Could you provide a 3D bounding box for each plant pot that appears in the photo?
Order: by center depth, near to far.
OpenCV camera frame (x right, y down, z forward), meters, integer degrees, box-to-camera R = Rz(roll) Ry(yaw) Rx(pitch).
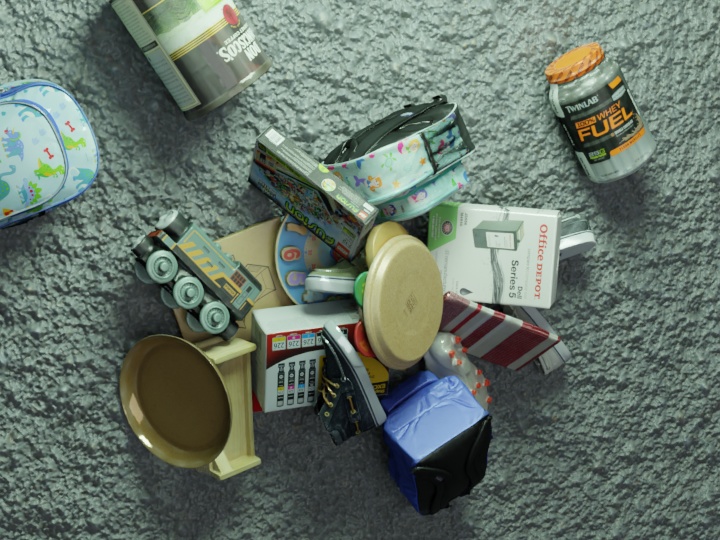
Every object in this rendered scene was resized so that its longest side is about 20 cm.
[{"bbox_3d":[-0.260,0.185,1.597,0.027,0.198,0.202,-27,112,-57],"label":"plant pot"}]

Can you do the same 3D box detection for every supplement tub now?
[{"bbox_3d":[0.381,-0.253,1.783,0.122,0.122,0.201,-36,108,-12],"label":"supplement tub"}]

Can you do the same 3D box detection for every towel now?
[{"bbox_3d":[0.195,0.096,1.748,0.198,0.144,0.023,21,60,-14],"label":"towel"}]

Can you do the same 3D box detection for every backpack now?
[{"bbox_3d":[-0.451,-0.155,1.472,0.198,0.147,0.185,-24,108,-18],"label":"backpack"},{"bbox_3d":[0.050,-0.153,1.630,0.199,0.177,0.152,-27,104,-35],"label":"backpack"},{"bbox_3d":[0.116,0.269,1.744,0.161,0.168,0.201,-27,140,-13],"label":"backpack"}]

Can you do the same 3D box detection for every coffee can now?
[{"bbox_3d":[-0.234,-0.329,1.526,0.146,0.146,0.201,-38,109,-11],"label":"coffee can"}]

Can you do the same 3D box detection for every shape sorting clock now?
[{"bbox_3d":[-0.038,-0.028,1.691,0.198,0.039,0.202,-5,99,-31],"label":"shape sorting clock"}]

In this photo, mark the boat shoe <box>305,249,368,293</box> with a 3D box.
[{"bbox_3d":[0.000,0.000,1.667,0.199,0.072,0.063,-4,95,-39],"label":"boat shoe"}]

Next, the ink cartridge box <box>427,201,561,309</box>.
[{"bbox_3d":[0.205,-0.025,1.723,0.198,0.084,0.147,5,97,13],"label":"ink cartridge box"}]

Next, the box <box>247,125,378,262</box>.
[{"bbox_3d":[-0.070,-0.108,1.595,0.199,0.110,0.035,38,59,10],"label":"box"}]

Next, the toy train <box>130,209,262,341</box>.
[{"bbox_3d":[-0.234,0.007,1.592,0.200,0.085,0.114,46,68,-19],"label":"toy train"}]

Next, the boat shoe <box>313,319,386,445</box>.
[{"bbox_3d":[-0.034,0.168,1.607,0.090,0.071,0.201,-30,123,-9],"label":"boat shoe"}]

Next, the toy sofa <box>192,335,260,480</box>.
[{"bbox_3d":[-0.210,0.197,1.649,0.082,0.097,0.202,-17,112,-43],"label":"toy sofa"}]

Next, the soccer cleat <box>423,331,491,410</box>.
[{"bbox_3d":[0.152,0.169,1.797,0.070,0.077,0.201,-58,135,-33],"label":"soccer cleat"}]

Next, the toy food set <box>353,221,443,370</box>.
[{"bbox_3d":[0.054,0.046,1.608,0.200,0.048,0.200,45,57,-46],"label":"toy food set"}]

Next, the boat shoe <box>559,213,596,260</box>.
[{"bbox_3d":[0.281,-0.047,1.810,0.198,0.072,0.068,-16,70,-4],"label":"boat shoe"}]

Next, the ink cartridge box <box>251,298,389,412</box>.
[{"bbox_3d":[-0.060,0.144,1.677,0.198,0.084,0.177,-7,116,-19],"label":"ink cartridge box"}]

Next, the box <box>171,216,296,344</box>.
[{"bbox_3d":[-0.186,0.030,1.666,0.198,0.021,0.165,-23,106,-17],"label":"box"}]

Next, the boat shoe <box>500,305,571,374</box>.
[{"bbox_3d":[0.259,0.098,1.825,0.086,0.075,0.202,-41,117,0],"label":"boat shoe"}]
